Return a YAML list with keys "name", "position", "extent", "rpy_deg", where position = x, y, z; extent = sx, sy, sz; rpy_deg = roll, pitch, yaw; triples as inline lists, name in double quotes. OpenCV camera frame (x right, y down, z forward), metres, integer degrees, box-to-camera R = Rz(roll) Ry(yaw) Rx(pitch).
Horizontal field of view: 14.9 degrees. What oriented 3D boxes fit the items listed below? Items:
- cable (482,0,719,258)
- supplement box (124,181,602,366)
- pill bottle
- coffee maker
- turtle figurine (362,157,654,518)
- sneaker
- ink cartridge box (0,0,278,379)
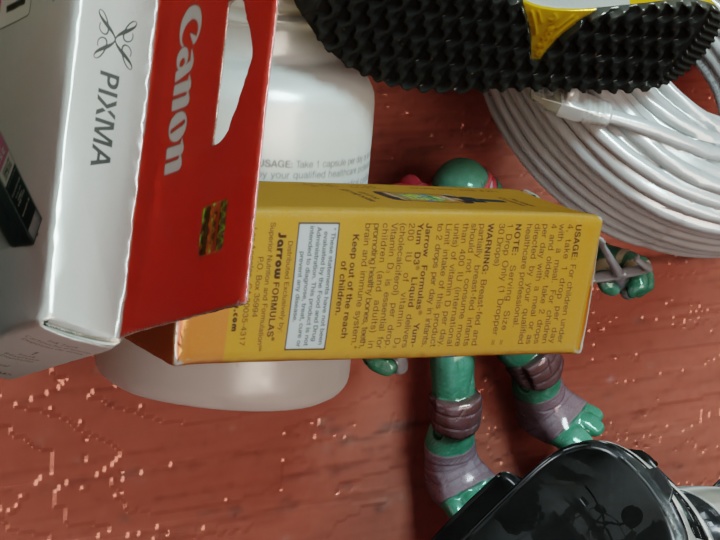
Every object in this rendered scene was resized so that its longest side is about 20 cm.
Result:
- name: "cable"
  position: [0.150, -0.096, 1.289]
  extent: [0.199, 0.069, 0.201]
  rpy_deg: [31, 48, -11]
- name: "supplement box"
  position: [0.000, 0.000, 1.129]
  extent: [0.199, 0.066, 0.069]
  rpy_deg: [-2, 104, -31]
- name: "pill bottle"
  position: [-0.052, -0.049, 1.192]
  extent: [0.114, 0.114, 0.201]
  rpy_deg: [-3, 104, -34]
- name: "coffee maker"
  position: [0.122, 0.179, 1.326]
  extent: [0.200, 0.134, 0.193]
  rpy_deg: [17, 98, -55]
- name: "turtle figurine"
  position: [0.062, 0.017, 1.301]
  extent: [0.149, 0.101, 0.201]
  rpy_deg: [-20, 131, -11]
- name: "sneaker"
  position: [0.054, -0.129, 1.169]
  extent: [0.199, 0.090, 0.070]
  rpy_deg: [3, 140, -27]
- name: "ink cartridge box"
  position: [-0.099, -0.069, 1.078]
  extent: [0.043, 0.173, 0.201]
  rpy_deg: [16, 70, -33]
